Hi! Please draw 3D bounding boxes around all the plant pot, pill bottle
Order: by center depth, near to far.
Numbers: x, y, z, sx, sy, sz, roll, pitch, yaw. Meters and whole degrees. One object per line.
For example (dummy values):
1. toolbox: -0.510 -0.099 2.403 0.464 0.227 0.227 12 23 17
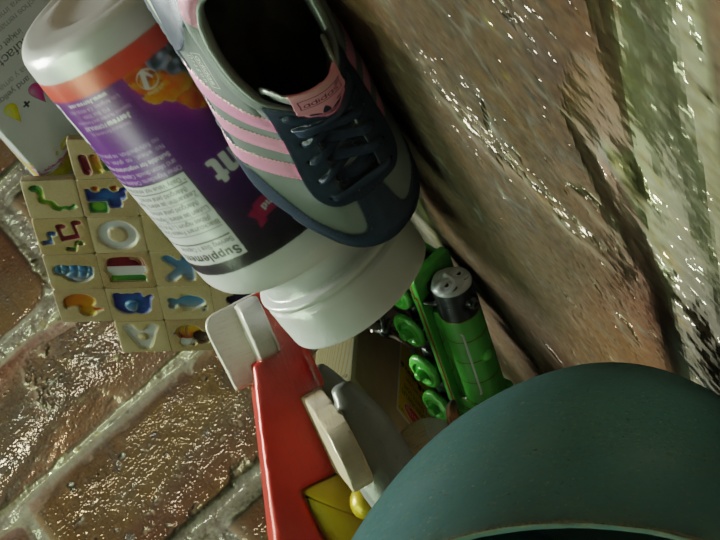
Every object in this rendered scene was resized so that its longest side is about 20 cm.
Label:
1. plant pot: 0.086 0.111 0.667 0.201 0.199 0.135 51 -149 -26
2. pill bottle: -0.057 -0.061 0.912 0.200 0.111 0.111 51 175 -25

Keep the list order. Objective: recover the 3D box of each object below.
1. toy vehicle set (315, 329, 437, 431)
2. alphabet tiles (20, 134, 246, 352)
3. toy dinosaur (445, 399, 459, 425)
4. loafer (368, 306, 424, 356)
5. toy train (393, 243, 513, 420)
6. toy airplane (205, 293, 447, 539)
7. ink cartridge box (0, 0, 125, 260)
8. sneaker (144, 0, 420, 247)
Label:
1. toy vehicle set: 0.028 0.075 1.271 0.200 0.026 0.125 54 -148 -45
2. alphabet tiles: -0.112 -0.013 1.168 0.201 0.164 0.006 84 -175 -50
3. toy dinosaur: 0.097 0.133 1.040 0.136 0.086 0.200 49 164 15
4. loafer: 0.000 0.000 1.151 0.072 0.063 0.200 47 175 37
5. toy train: 0.061 0.065 1.071 0.056 0.042 0.201 25 148 41
6. toy airplane: -0.010 0.094 1.052 0.201 0.139 0.200 -99 6 -45
7. ink cartridge box: -0.175 -0.140 1.174 0.145 0.145 0.200 43 173 45
8. sneaker: -0.025 -0.070 0.803 0.200 0.070 0.082 50 176 -38
